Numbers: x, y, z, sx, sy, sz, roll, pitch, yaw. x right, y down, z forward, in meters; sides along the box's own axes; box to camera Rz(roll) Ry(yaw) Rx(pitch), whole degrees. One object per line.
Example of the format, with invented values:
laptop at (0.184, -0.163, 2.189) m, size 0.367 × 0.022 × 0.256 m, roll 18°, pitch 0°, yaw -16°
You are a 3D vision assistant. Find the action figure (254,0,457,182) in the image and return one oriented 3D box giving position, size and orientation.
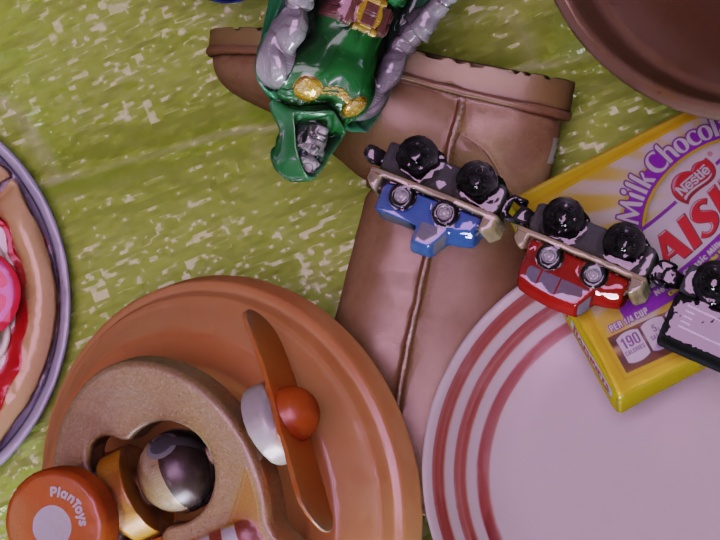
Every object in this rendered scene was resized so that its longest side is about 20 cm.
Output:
action figure at (0.006, -0.131, 1.109) m, size 0.118 × 0.055 × 0.201 m, roll 18°, pitch 96°, yaw -30°

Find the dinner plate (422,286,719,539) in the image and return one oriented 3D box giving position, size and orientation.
dinner plate at (0.126, 0.084, 1.120) m, size 0.199 × 0.024 × 0.201 m, roll -3°, pitch 68°, yaw 7°

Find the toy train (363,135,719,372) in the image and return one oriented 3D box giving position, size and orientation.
toy train at (0.088, -0.004, 1.098) m, size 0.199 × 0.034 × 0.046 m, roll 24°, pitch 86°, yaw 13°

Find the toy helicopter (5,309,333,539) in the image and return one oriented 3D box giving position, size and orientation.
toy helicopter at (-0.038, 0.108, 1.094) m, size 0.200 × 0.079 × 0.132 m, roll 38°, pitch 103°, yaw 14°

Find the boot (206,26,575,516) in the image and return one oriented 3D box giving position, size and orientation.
boot at (0.000, 0.000, 1.172) m, size 0.175 × 0.066 × 0.201 m, roll 11°, pitch 92°, yaw 9°

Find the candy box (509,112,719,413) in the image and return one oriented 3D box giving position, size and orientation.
candy box at (0.172, -0.030, 1.129) m, size 0.200 × 0.026 × 0.102 m, roll -27°, pitch 69°, yaw -5°

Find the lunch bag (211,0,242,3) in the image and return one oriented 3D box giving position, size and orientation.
lunch bag at (-0.088, -0.213, 1.163) m, size 0.200 × 0.132 × 0.136 m, roll 30°, pitch 77°, yaw 10°

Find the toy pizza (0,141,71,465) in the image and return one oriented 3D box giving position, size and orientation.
toy pizza at (-0.233, 0.016, 1.234) m, size 0.199 × 0.032 × 0.201 m, roll 0°, pitch 89°, yaw 11°

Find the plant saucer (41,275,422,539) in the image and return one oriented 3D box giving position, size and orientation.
plant saucer at (-0.066, 0.103, 1.162) m, size 0.200 × 0.037 × 0.201 m, roll 2°, pitch 94°, yaw 32°

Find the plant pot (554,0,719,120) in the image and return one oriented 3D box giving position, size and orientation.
plant pot at (0.178, -0.164, 1.115) m, size 0.200 × 0.093 × 0.202 m, roll 4°, pitch 98°, yaw 30°
